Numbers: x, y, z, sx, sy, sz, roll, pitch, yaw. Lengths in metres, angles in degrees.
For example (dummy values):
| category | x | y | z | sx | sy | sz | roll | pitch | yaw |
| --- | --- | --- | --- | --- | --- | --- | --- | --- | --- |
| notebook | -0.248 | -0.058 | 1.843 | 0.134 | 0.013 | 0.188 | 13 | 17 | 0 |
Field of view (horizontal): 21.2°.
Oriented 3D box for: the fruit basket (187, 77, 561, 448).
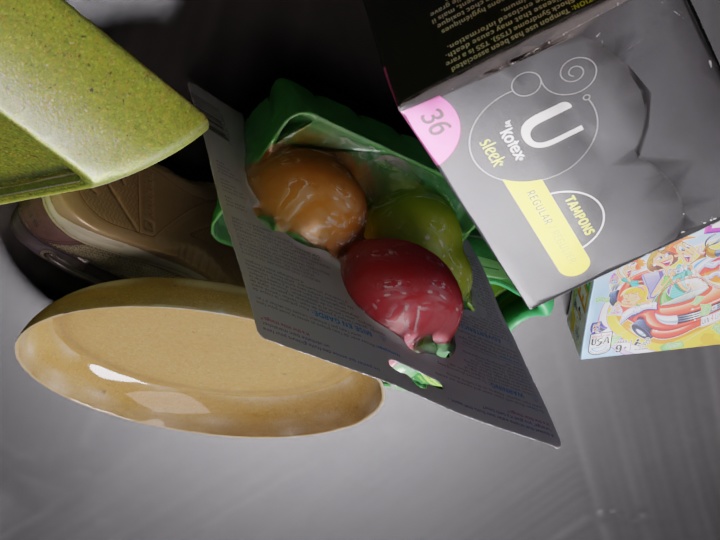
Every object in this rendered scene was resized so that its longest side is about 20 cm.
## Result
| category | x | y | z | sx | sy | sz | roll | pitch | yaw |
| --- | --- | --- | --- | --- | --- | --- | --- | --- | --- |
| fruit basket | 0.000 | 0.000 | 0.969 | 0.185 | 0.200 | 0.094 | 22 | 125 | -32 |

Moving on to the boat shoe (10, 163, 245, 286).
| category | x | y | z | sx | sy | sz | roll | pitch | yaw |
| --- | --- | --- | --- | --- | --- | --- | --- | --- | --- |
| boat shoe | -0.097 | -0.008 | 1.036 | 0.200 | 0.072 | 0.065 | 23 | 145 | -39 |

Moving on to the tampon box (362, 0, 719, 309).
| category | x | y | z | sx | sy | sz | roll | pitch | yaw |
| --- | --- | --- | --- | --- | --- | --- | --- | --- | --- |
| tampon box | 0.080 | -0.117 | 0.869 | 0.126 | 0.200 | 0.150 | -26 | 135 | 12 |

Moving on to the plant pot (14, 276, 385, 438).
| category | x | y | z | sx | sy | sz | roll | pitch | yaw |
| --- | --- | --- | --- | --- | --- | --- | --- | --- | --- |
| plant pot | -0.084 | 0.046 | 1.036 | 0.200 | 0.028 | 0.200 | 6 | 158 | 2 |

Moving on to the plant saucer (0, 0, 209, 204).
| category | x | y | z | sx | sy | sz | roll | pitch | yaw |
| --- | --- | --- | --- | --- | --- | --- | --- | --- | --- |
| plant saucer | -0.205 | -0.084 | 0.875 | 0.200 | 0.048 | 0.200 | -8 | 146 | 39 |

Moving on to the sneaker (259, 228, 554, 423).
| category | x | y | z | sx | sy | sz | roll | pitch | yaw |
| --- | --- | --- | --- | --- | --- | --- | --- | --- | --- |
| sneaker | 0.022 | 0.035 | 1.095 | 0.200 | 0.084 | 0.074 | -32 | 134 | 19 |

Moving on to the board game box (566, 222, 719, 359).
| category | x | y | z | sx | sy | sz | roll | pitch | yaw |
| --- | --- | --- | --- | --- | --- | --- | --- | --- | --- |
| board game box | 0.228 | -0.014 | 1.131 | 0.200 | 0.034 | 0.135 | -6 | 136 | -8 |
